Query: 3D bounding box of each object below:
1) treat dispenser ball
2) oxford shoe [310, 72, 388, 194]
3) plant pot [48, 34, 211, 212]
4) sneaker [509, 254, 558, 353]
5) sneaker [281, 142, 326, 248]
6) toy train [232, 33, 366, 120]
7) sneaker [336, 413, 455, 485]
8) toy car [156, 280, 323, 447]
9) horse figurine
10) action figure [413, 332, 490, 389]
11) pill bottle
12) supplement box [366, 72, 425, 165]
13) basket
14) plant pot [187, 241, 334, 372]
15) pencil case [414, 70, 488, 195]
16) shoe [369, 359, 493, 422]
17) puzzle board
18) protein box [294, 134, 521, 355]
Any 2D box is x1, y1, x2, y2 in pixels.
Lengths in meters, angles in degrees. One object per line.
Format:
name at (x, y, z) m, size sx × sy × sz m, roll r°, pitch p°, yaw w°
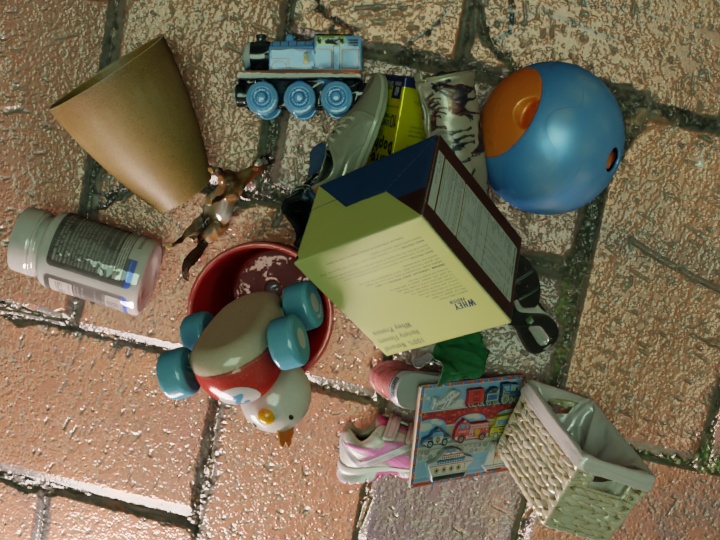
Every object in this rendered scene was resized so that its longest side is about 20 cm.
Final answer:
treat dispenser ball at (0.254, -0.177, 1.241) m, size 0.197 × 0.201 × 0.205 m, roll 0°, pitch 100°, yaw 2°
oxford shoe at (-0.014, -0.179, 1.235) m, size 0.057 × 0.075 × 0.203 m, roll 24°, pitch 79°, yaw -16°
plant pot at (-0.297, -0.191, 1.286) m, size 0.184 × 0.187 × 0.202 m, roll -30°, pitch 112°, yaw 7°
sneaker at (0.208, 0.022, 1.308) m, size 0.075 × 0.116 × 0.202 m, roll -31°, pitch 130°, yaw 2°
sneaker at (-0.060, -0.103, 1.279) m, size 0.088 × 0.203 × 0.078 m, roll 24°, pitch 136°, yaw -30°
toy train at (-0.083, -0.274, 1.300) m, size 0.196 × 0.087 × 0.117 m, roll 0°, pitch 92°, yaw 2°
sneaker at (0.054, 0.260, 1.383) m, size 0.196 × 0.081 × 0.090 m, roll -9°, pitch 101°, yaw 3°
toy car at (-0.120, 0.145, 1.157) m, size 0.181 × 0.178 × 0.203 m, roll -17°, pitch 111°, yaw 16°
horse figurine at (-0.210, -0.085, 1.326) m, size 0.050 × 0.132 × 0.202 m, roll 34°, pitch 110°, yaw 9°
action figure at (0.136, 0.115, 1.310) m, size 0.054 × 0.199 × 0.121 m, roll -8°, pitch 77°, yaw 31°
pill bottle at (-0.399, -0.017, 1.338) m, size 0.197 × 0.114 × 0.116 m, roll 18°, pitch 100°, yaw -1°
supplement box at (0.070, -0.162, 1.281) m, size 0.108 × 0.109 × 0.204 m, roll 5°, pitch 100°, yaw -23°
basket at (0.296, 0.269, 1.308) m, size 0.134 × 0.201 × 0.125 m, roll 19°, pitch 109°, yaw -22°
plant pot at (-0.130, 0.044, 1.305) m, size 0.196 × 0.177 × 0.205 m, roll 0°, pitch 100°, yaw 2°
pencil case at (0.117, -0.163, 1.197) m, size 0.088 × 0.077 × 0.204 m, roll -20°, pitch 110°, yaw -30°
shoe at (0.110, 0.176, 1.375) m, size 0.197 × 0.091 × 0.073 m, roll 13°, pitch 93°, yaw -30°
puzzle board at (0.160, 0.234, 1.353) m, size 0.197 × 0.017 × 0.154 m, roll -1°, pitch 101°, yaw -33°
protein box at (0.064, -0.024, 1.143) m, size 0.196 × 0.136 × 0.200 m, roll -18°, pitch 130°, yaw 35°
